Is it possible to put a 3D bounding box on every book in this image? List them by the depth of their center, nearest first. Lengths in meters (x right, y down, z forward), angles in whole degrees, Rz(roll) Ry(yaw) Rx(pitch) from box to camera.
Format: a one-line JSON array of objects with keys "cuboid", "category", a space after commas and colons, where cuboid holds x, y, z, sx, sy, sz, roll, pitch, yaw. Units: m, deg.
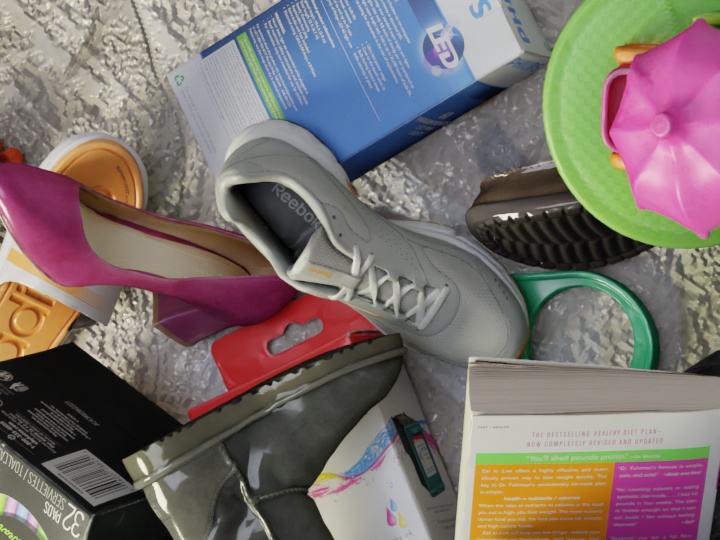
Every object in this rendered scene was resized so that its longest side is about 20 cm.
[{"cuboid": [0.115, 0.141, 1.219, 0.132, 0.048, 0.201, 2, 125, -1], "category": "book"}]

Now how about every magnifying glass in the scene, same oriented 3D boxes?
[{"cuboid": [0.077, 0.019, 1.325, 0.199, 0.022, 0.080, 24, 99, 20], "category": "magnifying glass"}]

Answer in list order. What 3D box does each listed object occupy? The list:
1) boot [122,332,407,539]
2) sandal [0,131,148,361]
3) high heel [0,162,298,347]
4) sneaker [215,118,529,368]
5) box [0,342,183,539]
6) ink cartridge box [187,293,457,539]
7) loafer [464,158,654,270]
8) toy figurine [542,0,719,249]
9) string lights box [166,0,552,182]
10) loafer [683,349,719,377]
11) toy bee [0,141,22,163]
[{"cuboid": [-0.017, 0.155, 1.256, 0.181, 0.073, 0.201, -28, 88, -7], "category": "boot"}, {"cuboid": [-0.183, 0.019, 1.392, 0.208, 0.079, 0.059, -60, 35, 10], "category": "sandal"}, {"cuboid": [-0.117, -0.020, 1.320, 0.095, 0.200, 0.068, -27, 45, 25], "category": "high heel"}, {"cuboid": [0.000, 0.000, 1.279, 0.199, 0.092, 0.076, 33, 112, 2], "category": "sneaker"}, {"cuboid": [-0.184, 0.171, 1.342, 0.148, 0.124, 0.201, 34, 118, 29], "category": "box"}, {"cuboid": [-0.020, 0.112, 1.337, 0.116, 0.067, 0.201, -26, 79, 20], "category": "ink cartridge box"}, {"cuboid": [0.153, -0.055, 1.273, 0.198, 0.073, 0.072, -12, 60, 13], "category": "loafer"}, {"cuboid": [0.189, -0.069, 1.117, 0.198, 0.184, 0.152, 2, 100, 2], "category": "toy figurine"}, {"cuboid": [-0.002, -0.116, 1.338, 0.199, 0.059, 0.103, -30, 79, 20], "category": "string lights box"}, {"cuboid": [0.142, 0.112, 1.266, 0.200, 0.072, 0.073, -45, 74, 17], "category": "loafer"}, {"cuboid": [-0.249, -0.032, 1.432, 0.131, 0.109, 0.200, 48, 131, 8], "category": "toy bee"}]
